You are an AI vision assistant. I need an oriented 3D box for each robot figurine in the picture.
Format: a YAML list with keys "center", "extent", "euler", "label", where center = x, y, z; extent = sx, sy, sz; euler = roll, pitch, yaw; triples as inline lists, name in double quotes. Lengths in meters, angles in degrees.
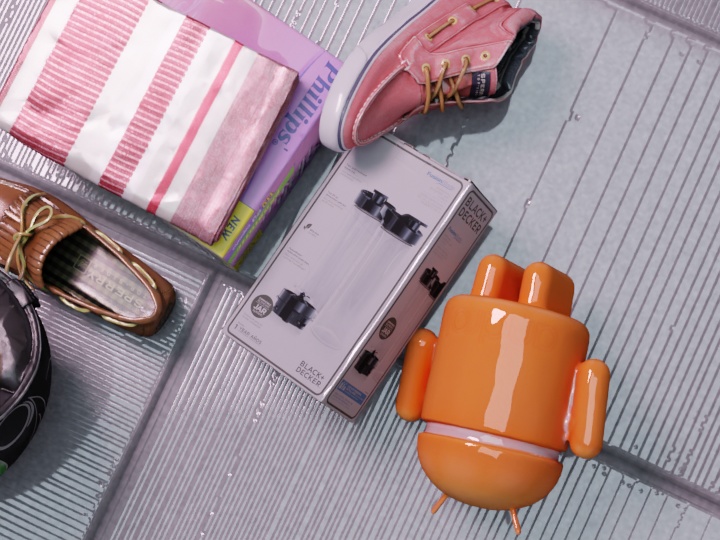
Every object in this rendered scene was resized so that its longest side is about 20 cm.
- center: [0.105, 0.092, 1.333]
  extent: [0.143, 0.117, 0.201]
  euler: [13, 84, -9]
  label: "robot figurine"

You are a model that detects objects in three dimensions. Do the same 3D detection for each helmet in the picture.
- center: [-0.330, 0.087, 1.315]
  extent: [0.199, 0.191, 0.201]
  euler: [9, 63, -19]
  label: "helmet"

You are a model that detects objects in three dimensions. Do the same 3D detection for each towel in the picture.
- center: [-0.161, -0.127, 1.317]
  extent: [0.199, 0.023, 0.145]
  euler: [28, 88, 7]
  label: "towel"

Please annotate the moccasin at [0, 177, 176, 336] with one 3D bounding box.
- center: [-0.239, -0.013, 1.375]
  extent: [0.201, 0.078, 0.074]
  euler: [36, 87, 5]
  label: "moccasin"

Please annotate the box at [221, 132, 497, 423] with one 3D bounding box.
- center: [0.000, 0.000, 1.352]
  extent: [0.116, 0.060, 0.200]
  euler: [31, 86, 32]
  label: "box"

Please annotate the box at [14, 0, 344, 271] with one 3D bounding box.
- center: [-0.132, -0.130, 1.374]
  extent: [0.200, 0.097, 0.176]
  euler: [35, 86, 5]
  label: "box"

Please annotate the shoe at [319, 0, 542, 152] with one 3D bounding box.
- center: [0.057, -0.150, 1.340]
  extent: [0.091, 0.072, 0.200]
  euler: [25, 54, 23]
  label: "shoe"
